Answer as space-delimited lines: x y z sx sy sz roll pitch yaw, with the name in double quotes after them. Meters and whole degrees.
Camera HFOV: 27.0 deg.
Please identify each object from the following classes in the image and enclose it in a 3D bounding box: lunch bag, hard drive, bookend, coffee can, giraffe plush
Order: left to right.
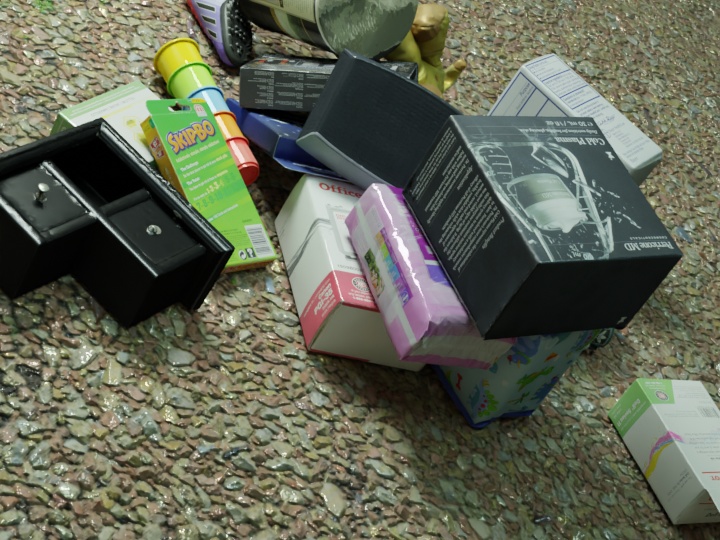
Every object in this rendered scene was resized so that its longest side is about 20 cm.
-0.263 -0.028 1.435 0.199 0.092 0.200 44 36 12 "bookend"
-0.044 -0.345 1.824 0.145 0.148 0.200 4 16 -37 "coffee can"
0.043 -0.146 1.658 0.199 0.136 0.042 30 -9 -14 "hard drive"
0.061 -0.218 1.912 0.200 0.171 0.163 49 26 -51 "giraffe plush"
0.147 0.039 1.630 0.127 0.170 0.201 -7 52 -41 "lunch bag"

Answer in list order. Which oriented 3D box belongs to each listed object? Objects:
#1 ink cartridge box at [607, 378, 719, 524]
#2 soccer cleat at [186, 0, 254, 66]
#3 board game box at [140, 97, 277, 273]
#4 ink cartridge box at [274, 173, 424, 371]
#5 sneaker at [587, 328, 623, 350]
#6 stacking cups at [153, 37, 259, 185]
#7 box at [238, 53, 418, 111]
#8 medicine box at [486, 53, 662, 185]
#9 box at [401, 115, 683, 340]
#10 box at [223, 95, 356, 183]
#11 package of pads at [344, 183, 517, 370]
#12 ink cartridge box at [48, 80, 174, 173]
0.381 0.221 1.702 0.116 0.067 0.201 6 43 -36 "ink cartridge box"
-0.186 -0.336 1.906 0.068 0.073 0.201 36 37 -58 "soccer cleat"
-0.165 -0.093 1.602 0.095 0.030 0.201 -10 73 -51 "board game box"
0.000 0.000 1.631 0.146 0.083 0.201 12 41 -29 "ink cartridge box"
0.264 0.059 1.793 0.080 0.072 0.200 42 33 18 "sneaker"
-0.177 -0.176 1.721 0.060 0.061 0.201 0 51 -40 "stacking cups"
-0.033 -0.220 1.768 0.198 0.050 0.158 4 14 4 "box"
0.249 -0.141 1.921 0.200 0.183 0.103 45 35 13 "medicine box"
0.181 -0.047 1.514 0.199 0.124 0.197 -4 53 -35 "box"
-0.072 -0.150 1.726 0.120 0.033 0.200 10 18 -32 "box"
0.071 0.008 1.543 0.120 0.076 0.201 10 43 -35 "package of pads"
-0.218 -0.111 1.614 0.200 0.048 0.145 40 34 11 "ink cartridge box"
